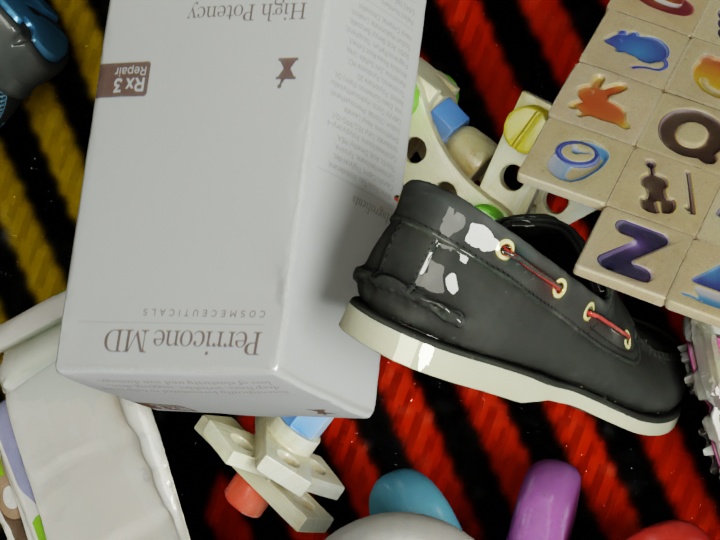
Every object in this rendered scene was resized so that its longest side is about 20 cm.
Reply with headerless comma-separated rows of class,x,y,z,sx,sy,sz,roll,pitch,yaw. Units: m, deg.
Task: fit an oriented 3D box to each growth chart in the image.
growth chart,-0.104,0.103,1.082,0.144,0.018,0.201,-17,87,48

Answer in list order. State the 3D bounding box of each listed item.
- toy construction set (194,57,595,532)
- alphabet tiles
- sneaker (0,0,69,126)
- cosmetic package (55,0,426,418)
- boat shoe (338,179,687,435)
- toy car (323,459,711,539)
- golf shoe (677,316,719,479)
toy construction set,0.000,0.000,1.053,0.131,0.092,0.200,38,90,9
alphabet tiles,0.154,-0.046,0.972,0.166,0.200,0.006,20,136,12
sneaker,-0.210,-0.133,1.108,0.082,0.073,0.200,-44,80,14
cosmetic package,-0.040,-0.051,0.994,0.101,0.074,0.201,-1,74,31
boat shoe,0.069,0.015,0.976,0.073,0.201,0.063,26,94,34
toy car,0.064,0.143,1.013,0.199,0.175,0.150,21,61,12
golf shoe,0.162,0.014,1.014,0.092,0.073,0.201,-11,88,12
